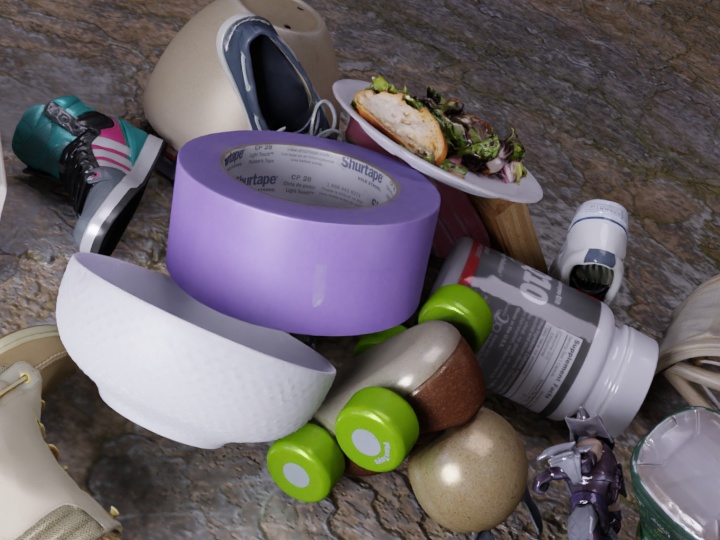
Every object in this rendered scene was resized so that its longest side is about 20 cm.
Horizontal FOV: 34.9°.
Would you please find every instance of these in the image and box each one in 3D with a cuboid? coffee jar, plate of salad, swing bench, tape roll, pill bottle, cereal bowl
[{"bbox_3d":[0.255,0.186,0.848,0.085,0.201,0.104,-38,58,-10],"label":"coffee jar"},{"bbox_3d":[0.070,-0.118,0.956,0.198,0.048,0.200,24,20,-9],"label":"plate of salad"},{"bbox_3d":[0.386,0.098,1.112,0.199,0.131,0.199,34,34,13],"label":"swing bench"},{"bbox_3d":[-0.043,-0.034,0.858,0.197,0.086,0.200,9,23,-4],"label":"tape roll"},{"bbox_3d":[0.154,0.062,1.019,0.198,0.115,0.114,25,32,0],"label":"pill bottle"},{"bbox_3d":[-0.122,0.064,0.792,0.198,0.084,0.200,26,2,-1],"label":"cereal bowl"}]

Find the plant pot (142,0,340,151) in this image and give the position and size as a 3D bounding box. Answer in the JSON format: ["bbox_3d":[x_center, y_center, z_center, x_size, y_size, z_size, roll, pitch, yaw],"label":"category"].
[{"bbox_3d":[-0.099,-0.196,1.119,0.198,0.135,0.201,18,32,-12],"label":"plant pot"}]

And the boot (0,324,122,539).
[{"bbox_3d":[-0.207,0.122,0.729,0.155,0.073,0.200,37,25,9],"label":"boot"}]

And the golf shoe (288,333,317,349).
[{"bbox_3d":[-0.094,-0.008,1.004,0.087,0.077,0.201,-22,61,-1],"label":"golf shoe"}]

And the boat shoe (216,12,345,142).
[{"bbox_3d":[-0.062,-0.137,1.025,0.074,0.201,0.062,-30,33,-12],"label":"boat shoe"}]

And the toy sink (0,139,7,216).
[{"bbox_3d":[-0.375,-0.074,0.850,0.198,0.113,0.131,7,36,-27],"label":"toy sink"}]

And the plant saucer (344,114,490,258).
[{"bbox_3d":[0.048,-0.087,1.116,0.201,0.051,0.201,52,-3,3],"label":"plant saucer"}]

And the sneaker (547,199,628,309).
[{"bbox_3d":[0.210,0.014,1.087,0.072,0.201,0.071,12,61,13],"label":"sneaker"}]

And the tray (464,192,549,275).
[{"bbox_3d":[0.131,-0.047,1.112,0.099,0.037,0.200,52,-1,30],"label":"tray"}]

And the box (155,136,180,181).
[{"bbox_3d":[-0.083,-0.081,1.128,0.199,0.040,0.137,35,32,14],"label":"box"}]

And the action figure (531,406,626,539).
[{"bbox_3d":[0.169,0.191,0.852,0.130,0.069,0.201,49,31,-36],"label":"action figure"}]

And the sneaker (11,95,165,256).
[{"bbox_3d":[-0.245,-0.088,0.983,0.120,0.084,0.201,25,24,-10],"label":"sneaker"}]

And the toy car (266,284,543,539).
[{"bbox_3d":[0.061,0.145,0.855,0.201,0.157,0.164,51,43,-8],"label":"toy car"}]
